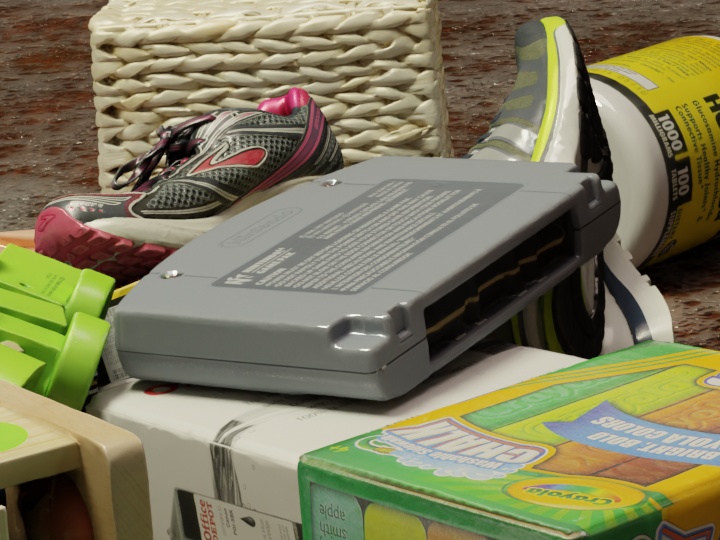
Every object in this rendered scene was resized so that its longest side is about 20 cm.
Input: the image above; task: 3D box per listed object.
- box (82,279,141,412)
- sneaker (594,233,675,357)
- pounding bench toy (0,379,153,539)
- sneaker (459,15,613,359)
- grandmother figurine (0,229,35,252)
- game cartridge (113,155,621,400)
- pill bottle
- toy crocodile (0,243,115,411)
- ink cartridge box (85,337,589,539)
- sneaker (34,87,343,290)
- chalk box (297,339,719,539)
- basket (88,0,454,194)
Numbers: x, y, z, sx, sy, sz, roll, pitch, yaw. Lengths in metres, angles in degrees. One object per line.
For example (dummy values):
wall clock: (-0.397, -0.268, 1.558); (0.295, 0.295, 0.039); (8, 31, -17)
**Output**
box: (-0.055, 0.020, 1.230); (0.200, 0.049, 0.160); (-16, -4, -38)
sneaker: (0.086, 0.023, 1.243); (0.080, 0.076, 0.200); (-15, 14, -5)
pounding bench toy: (-0.123, 0.117, 0.812); (0.156, 0.124, 0.200); (-13, 17, -34)
sneaker: (0.063, -0.038, 1.186); (0.081, 0.074, 0.200); (-7, 41, 15)
grandmother figurine: (-0.201, -0.003, 1.409); (0.200, 0.061, 0.121); (7, -21, 18)
game cartridge: (0.000, 0.000, 1.056); (0.133, 0.041, 0.200); (8, 23, 31)
pill bottle: (0.166, -0.067, 1.480); (0.112, 0.113, 0.200); (8, 19, 39)
toy crocodile: (-0.136, 0.028, 1.050); (0.067, 0.062, 0.200); (20, 11, -7)
ink cartridge box: (0.018, 0.082, 0.991); (0.147, 0.083, 0.200); (-17, 19, -39)
sneaker: (-0.081, -0.035, 1.260); (0.081, 0.075, 0.200); (-18, -1, 36)
chalk box: (0.062, 0.107, 0.801); (0.200, 0.124, 0.124); (-15, 18, -39)
basket: (-0.046, -0.082, 1.508); (0.200, 0.161, 0.198); (-5, 15, 4)
